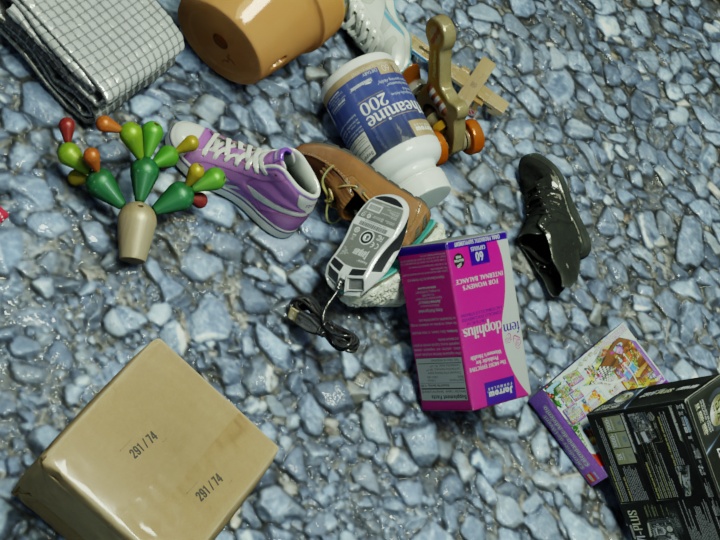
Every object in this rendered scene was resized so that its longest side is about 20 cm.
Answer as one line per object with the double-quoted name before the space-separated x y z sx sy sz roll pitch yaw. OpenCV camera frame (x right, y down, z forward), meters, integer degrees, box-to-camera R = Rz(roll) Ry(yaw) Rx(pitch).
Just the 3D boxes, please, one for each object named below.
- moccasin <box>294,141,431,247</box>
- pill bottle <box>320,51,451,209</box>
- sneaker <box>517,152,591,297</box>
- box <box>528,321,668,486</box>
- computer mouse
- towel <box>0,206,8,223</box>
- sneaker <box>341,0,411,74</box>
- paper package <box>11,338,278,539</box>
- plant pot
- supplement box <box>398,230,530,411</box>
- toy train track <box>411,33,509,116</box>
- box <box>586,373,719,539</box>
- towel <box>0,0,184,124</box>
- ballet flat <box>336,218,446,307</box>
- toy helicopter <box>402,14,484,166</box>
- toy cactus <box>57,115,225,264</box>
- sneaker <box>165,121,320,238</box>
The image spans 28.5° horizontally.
"moccasin" -0.008 -0.093 1.775 0.200 0.074 0.078 35 74 14
"pill bottle" 0.037 -0.172 1.843 0.110 0.111 0.202 -16 71 -37
"sneaker" 0.252 -0.066 1.944 0.103 0.060 0.202 -17 75 -43
"box" 0.323 0.172 1.853 0.199 0.039 0.138 -31 82 -41
"computer mouse" 0.000 0.000 1.690 0.201 0.109 0.044 -56 141 -15
"towel" -0.489 -0.059 1.504 0.145 0.022 0.200 46 48 0
"sneaker" 0.013 -0.334 1.958 0.080 0.077 0.202 5 51 -30
"paper package" -0.216 0.207 1.454 0.190 0.103 0.200 43 48 -4
"plant pot" -0.137 -0.333 1.795 0.200 0.200 0.140 41 64 -3
"supplement box" 0.125 0.062 1.713 0.100 0.103 0.203 -11 94 -36
"toy train track" 0.121 -0.280 2.020 0.199 0.033 0.115 36 56 0
"box" 0.391 0.244 1.733 0.086 0.163 0.203 -23 93 -40
"towel" -0.333 -0.291 1.709 0.200 0.086 0.166 46 50 -1
"ballet flat" 0.052 0.006 1.776 0.072 0.072 0.200 48 50 4
"toy helicopter" 0.100 -0.247 1.888 0.078 0.202 0.132 -19 38 -26
"toy cactus" -0.259 -0.091 1.638 0.198 0.102 0.168 13 75 -27
"sneaker" -0.135 -0.136 1.713 0.199 0.114 0.073 33 51 -8
